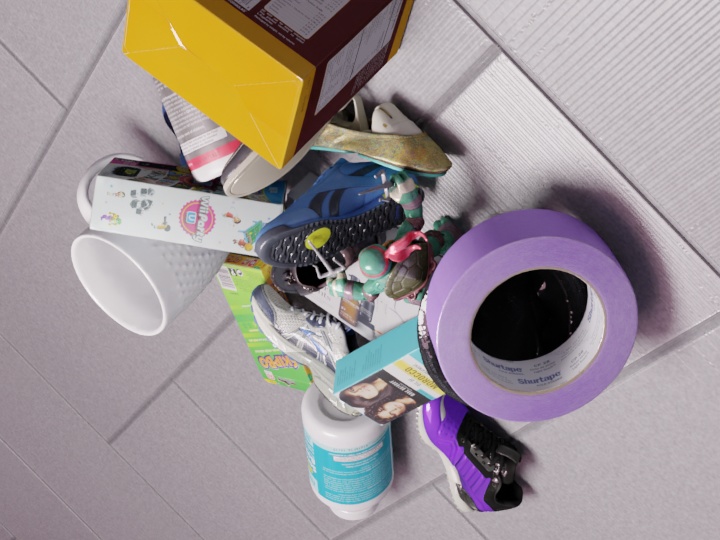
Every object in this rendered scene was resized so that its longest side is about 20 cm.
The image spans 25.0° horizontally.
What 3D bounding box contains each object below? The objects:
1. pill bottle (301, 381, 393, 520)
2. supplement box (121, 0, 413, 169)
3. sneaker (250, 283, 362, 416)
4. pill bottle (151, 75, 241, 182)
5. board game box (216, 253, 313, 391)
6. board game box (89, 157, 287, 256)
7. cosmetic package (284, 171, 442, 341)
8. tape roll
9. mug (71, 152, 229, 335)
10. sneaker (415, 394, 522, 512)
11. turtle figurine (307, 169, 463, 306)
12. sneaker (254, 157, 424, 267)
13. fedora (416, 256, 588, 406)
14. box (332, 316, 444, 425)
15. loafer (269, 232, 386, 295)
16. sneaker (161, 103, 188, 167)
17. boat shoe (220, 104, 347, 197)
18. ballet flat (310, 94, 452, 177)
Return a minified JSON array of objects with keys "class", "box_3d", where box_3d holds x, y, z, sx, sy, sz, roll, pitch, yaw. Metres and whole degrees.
[{"class":"pill bottle","box_3d":[-0.014,0.227,2.042,0.110,0.111,0.201,25,142,26]},{"class":"supplement box","box_3d":[-0.081,-0.246,1.513,0.197,0.200,0.133,36,146,11]},{"class":"sneaker","box_3d":[-0.045,0.077,1.950,0.200,0.077,0.085,43,107,9]},{"class":"pill bottle","box_3d":[-0.161,-0.203,1.706,0.110,0.110,0.202,-15,99,53]},{"class":"board game box","box_3d":[-0.118,0.068,2.056,0.095,0.030,0.201,11,131,41]},{"class":"board game box","box_3d":[-0.182,-0.070,1.761,0.198,0.148,0.065,9,102,-3]},{"class":"cosmetic package","box_3d":[0.000,0.000,1.835,0.199,0.052,0.152,33,143,16]},{"class":"tape roll","box_3d":[0.165,0.045,1.578,0.066,0.198,0.201,-107,-8,-62]},{"class":"mug","box_3d":[-0.250,-0.053,1.929,0.200,0.175,0.148,45,147,-2]},{"class":"sneaker","box_3d":[0.139,0.207,1.904,0.099,0.070,0.201,2,133,37]},{"class":"turtle figurine","box_3d":[0.032,-0.014,1.638,0.150,0.199,0.101,-46,65,17]},{"class":"sneaker","box_3d":[-0.032,-0.065,1.664,0.079,0.199,0.066,52,150,28]},{"class":"fedora","box_3d":[0.140,0.038,1.660,0.092,0.199,0.202,-107,-9,-63]},{"class":"box","box_3d":[0.065,0.101,1.799,0.082,0.050,0.199,33,134,-29]},{"class":"loafer","box_3d":[-0.050,-0.013,1.773,0.072,0.063,0.199,52,143,-8]},{"class":"sneaker","box_3d":[-0.169,-0.113,1.862,0.201,0.082,0.074,54,147,-12]},{"class":"boat shoe","box_3d":[-0.075,-0.159,1.641,0.063,0.200,0.073,48,-171,23]},{"class":"ballet flat","box_3d":[0.007,-0.145,1.662,0.199,0.071,0.071,16,138,34]}]
